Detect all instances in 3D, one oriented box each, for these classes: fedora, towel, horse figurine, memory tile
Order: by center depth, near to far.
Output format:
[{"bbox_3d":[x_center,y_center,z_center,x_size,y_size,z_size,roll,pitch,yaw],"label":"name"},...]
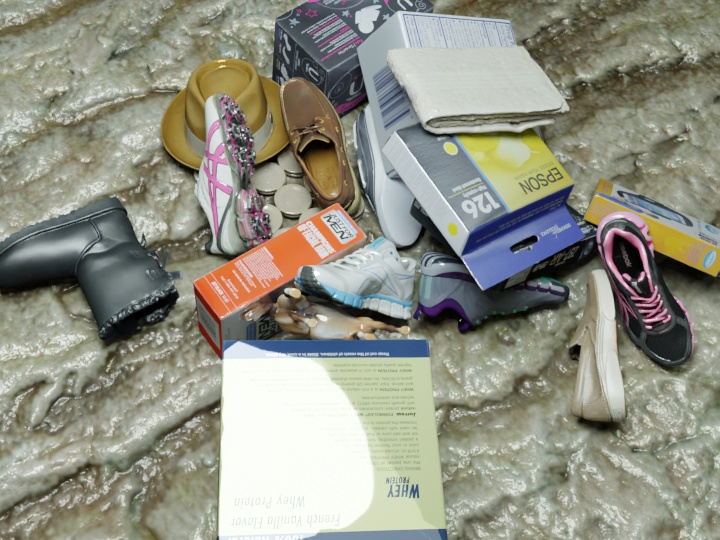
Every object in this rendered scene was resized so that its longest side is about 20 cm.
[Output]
[{"bbox_3d":[-0.038,0.059,1.000,0.199,0.132,0.050,17,80,-15],"label":"horse figurine"},{"bbox_3d":[0.137,-0.216,1.069,0.199,0.035,0.133,-6,49,-23],"label":"towel"},{"bbox_3d":[-0.106,-0.105,1.198,0.153,0.017,0.200,-38,68,-25],"label":"memory tile"},{"bbox_3d":[-0.179,-0.221,1.210,0.199,0.082,0.201,-1,51,1],"label":"fedora"}]

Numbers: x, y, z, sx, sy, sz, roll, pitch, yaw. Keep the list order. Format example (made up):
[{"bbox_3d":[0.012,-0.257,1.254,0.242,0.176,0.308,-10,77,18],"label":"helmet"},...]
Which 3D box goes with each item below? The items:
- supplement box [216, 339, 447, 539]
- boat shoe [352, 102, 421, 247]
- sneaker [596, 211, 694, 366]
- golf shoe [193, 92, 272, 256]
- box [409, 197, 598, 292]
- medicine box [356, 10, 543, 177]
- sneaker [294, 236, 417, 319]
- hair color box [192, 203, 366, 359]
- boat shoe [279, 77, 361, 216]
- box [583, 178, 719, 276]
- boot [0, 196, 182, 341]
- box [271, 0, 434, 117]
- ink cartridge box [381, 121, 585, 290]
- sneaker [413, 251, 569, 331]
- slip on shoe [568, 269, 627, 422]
[{"bbox_3d":[-0.032,0.183,0.852,0.199,0.134,0.201,0,60,-6],"label":"supplement box"},{"bbox_3d":[0.028,-0.123,1.194,0.071,0.068,0.201,-4,78,-38],"label":"boat shoe"},{"bbox_3d":[0.336,0.027,1.083,0.079,0.095,0.201,-26,88,18],"label":"sneaker"},{"bbox_3d":[-0.174,-0.118,1.123,0.092,0.073,0.201,-11,88,19],"label":"golf shoe"},{"bbox_3d":[0.183,-0.060,1.129,0.199,0.044,0.160,-18,51,-42],"label":"box"},{"bbox_3d":[0.118,-0.225,1.180,0.199,0.103,0.183,-7,79,-36],"label":"medicine box"},{"bbox_3d":[0.000,0.000,1.040,0.075,0.200,0.087,20,94,34],"label":"sneaker"},{"bbox_3d":[-0.093,0.015,1.068,0.199,0.111,0.064,-32,66,-22],"label":"hair color box"},{"bbox_3d":[-0.055,-0.165,1.161,0.072,0.068,0.201,-23,75,6],"label":"boat shoe"},{"bbox_3d":[0.391,-0.054,1.168,0.199,0.042,0.119,23,22,10],"label":"box"},{"bbox_3d":[-0.324,0.012,1.072,0.198,0.073,0.163,-28,68,-22],"label":"boot"},{"bbox_3d":[-0.012,-0.313,1.271,0.200,0.132,0.115,-35,70,-24],"label":"box"},{"bbox_3d":[0.154,-0.099,1.043,0.197,0.047,0.200,-24,71,-38],"label":"ink cartridge box"},{"bbox_3d":[0.160,0.035,1.122,0.199,0.074,0.088,11,98,-15],"label":"sneaker"},{"bbox_3d":[0.279,0.088,1.090,0.060,0.076,0.201,-7,58,16],"label":"slip on shoe"}]
